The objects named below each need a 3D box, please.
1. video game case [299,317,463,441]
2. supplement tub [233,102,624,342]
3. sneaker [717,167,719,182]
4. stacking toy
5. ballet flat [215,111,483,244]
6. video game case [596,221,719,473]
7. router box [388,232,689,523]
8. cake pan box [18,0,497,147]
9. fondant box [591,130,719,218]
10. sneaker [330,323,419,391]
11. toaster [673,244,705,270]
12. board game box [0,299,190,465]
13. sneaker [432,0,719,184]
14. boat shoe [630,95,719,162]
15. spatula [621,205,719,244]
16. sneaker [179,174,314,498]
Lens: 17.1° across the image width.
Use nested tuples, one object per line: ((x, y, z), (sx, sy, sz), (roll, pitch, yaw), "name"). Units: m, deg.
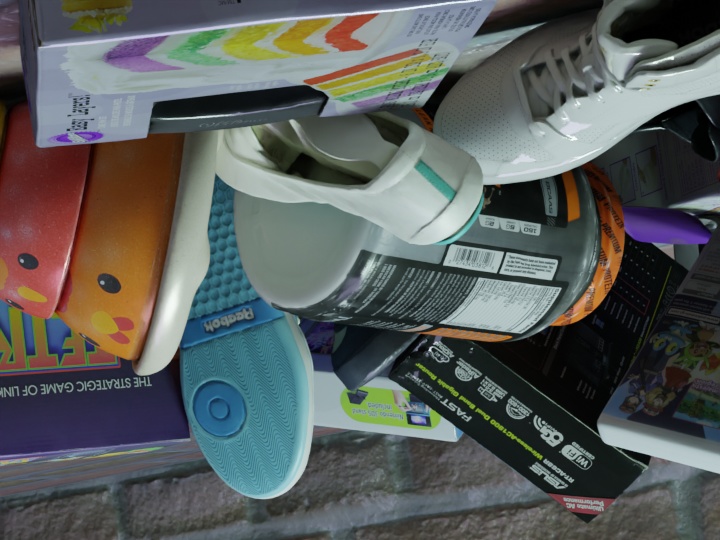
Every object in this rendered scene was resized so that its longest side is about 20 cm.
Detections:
((0.012, 0.032, 1.525), (0.180, 0.046, 0.200), (6, -150, 24), "video game case")
((0.041, -0.027, 1.277), (0.199, 0.123, 0.122), (8, 163, -42), "supplement tub")
((0.287, -0.071, 1.376), (0.073, 0.087, 0.199), (13, 180, 44), "sneaker")
((-0.173, -0.035, 1.155), (0.199, 0.147, 0.146), (10, 169, -9), "stacking toy")
((-0.020, -0.065, 1.145), (0.069, 0.070, 0.200), (-2, -164, -38), "ballet flat")
((0.258, 0.047, 1.329), (0.199, 0.183, 0.023), (13, 142, 33), "video game case")
((0.116, 0.035, 1.435), (0.062, 0.150, 0.200), (-48, -172, 37), "router box")
((-0.049, -0.101, 0.993), (0.183, 0.053, 0.200), (-5, 172, -10), "cake pan box")
((0.233, -0.064, 1.520), (0.143, 0.059, 0.200), (-4, 170, -27), "fondant box")
((0.000, 0.000, 1.387), (0.070, 0.082, 0.200), (-39, -167, 19), "sneaker")
((0.356, -0.010, 1.805), (0.180, 0.120, 0.199), (-13, 170, 34), "toaster")
((-0.196, 0.021, 1.279), (0.199, 0.167, 0.057), (-3, 171, -36), "board game box")
((0.109, -0.101, 1.105), (0.199, 0.074, 0.115), (-22, 167, 19), "sneaker")
((0.168, -0.088, 1.242), (0.198, 0.067, 0.075), (-7, 170, -9), "boat shoe")
((0.210, -0.025, 1.478), (0.056, 0.021, 0.200), (2, 180, 28), "spatula")
((-0.051, 0.020, 1.341), (0.079, 0.202, 0.130), (-9, -176, 21), "sneaker")
